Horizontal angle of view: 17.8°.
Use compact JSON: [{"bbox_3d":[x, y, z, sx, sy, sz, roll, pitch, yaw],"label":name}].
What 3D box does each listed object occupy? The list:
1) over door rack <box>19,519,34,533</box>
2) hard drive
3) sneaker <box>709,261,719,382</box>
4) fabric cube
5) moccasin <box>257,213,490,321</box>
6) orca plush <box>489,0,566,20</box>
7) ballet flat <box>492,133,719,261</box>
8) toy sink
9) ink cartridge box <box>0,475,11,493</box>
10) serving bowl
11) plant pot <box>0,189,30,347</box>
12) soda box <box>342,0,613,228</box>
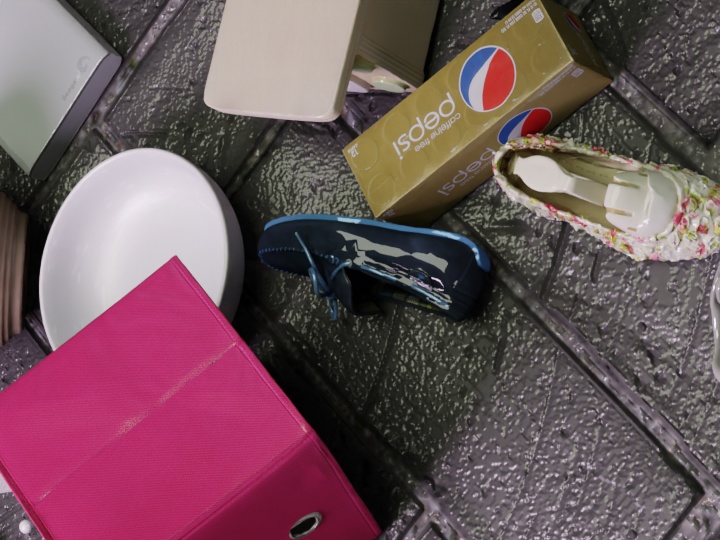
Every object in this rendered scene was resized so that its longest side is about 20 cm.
[{"bbox_3d":[-0.309,0.321,1.913,0.147,0.066,0.202,-23,68,31],"label":"over door rack"},{"bbox_3d":[-0.305,-0.191,2.038,0.200,0.026,0.132,45,107,33],"label":"hard drive"},{"bbox_3d":[0.275,-0.008,1.554,0.074,0.086,0.202,-1,79,36],"label":"sneaker"},{"bbox_3d":[-0.135,0.153,1.704,0.199,0.197,0.200,-37,58,-6],"label":"fabric cube"},{"bbox_3d":[0.000,0.000,1.747,0.199,0.080,0.069,4,72,37],"label":"moccasin"},{"bbox_3d":[0.117,-0.289,1.730,0.105,0.071,0.202,9,86,36],"label":"orca plush"},{"bbox_3d":[0.175,-0.052,1.647,0.199,0.064,0.076,15,91,36],"label":"ballet flat"},{"bbox_3d":[-0.020,-0.201,1.786,0.129,0.112,0.202,7,80,36],"label":"toy sink"},{"bbox_3d":[-0.299,0.144,1.833,0.146,0.198,0.048,125,135,-63],"label":"ink cartridge box"},{"bbox_3d":[-0.168,0.004,1.876,0.199,0.066,0.202,-7,77,34],"label":"serving bowl"},{"bbox_3d":[-0.329,-0.001,1.950,0.092,0.201,0.203,3,80,-7],"label":"plant pot"},{"bbox_3d":[0.086,-0.115,1.722,0.200,0.064,0.068,-39,61,24],"label":"soda box"}]
